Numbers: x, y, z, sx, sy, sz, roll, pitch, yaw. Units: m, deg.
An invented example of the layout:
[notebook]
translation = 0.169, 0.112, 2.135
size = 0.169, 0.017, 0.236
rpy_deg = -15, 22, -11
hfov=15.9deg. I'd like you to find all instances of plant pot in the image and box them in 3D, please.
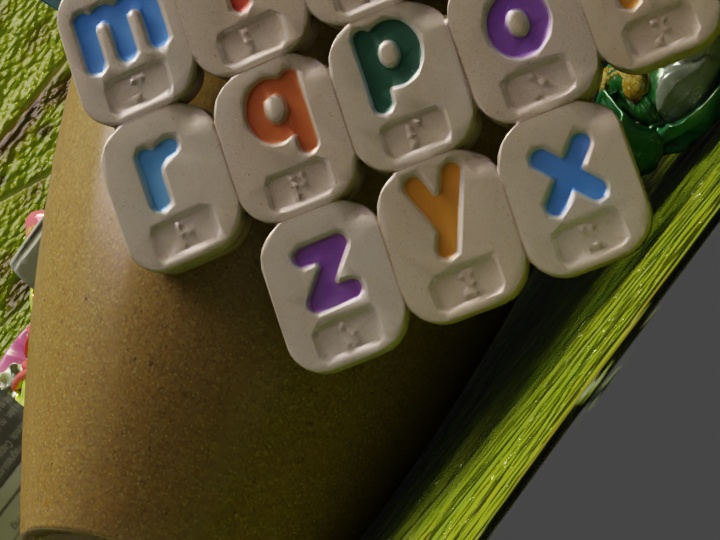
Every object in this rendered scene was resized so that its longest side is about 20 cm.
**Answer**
[plant pot]
translation = -0.038, 0.015, 0.874
size = 0.186, 0.185, 0.201
rpy_deg = 135, 157, -66

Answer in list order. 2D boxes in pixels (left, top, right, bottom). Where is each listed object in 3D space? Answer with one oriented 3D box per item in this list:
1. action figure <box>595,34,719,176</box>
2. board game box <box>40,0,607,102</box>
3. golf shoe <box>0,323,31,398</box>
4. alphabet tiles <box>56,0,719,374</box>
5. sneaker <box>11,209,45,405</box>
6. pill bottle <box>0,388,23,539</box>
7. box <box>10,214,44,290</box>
[action figure]
translation = 0.123, -0.104, 0.819
size = 0.201, 0.055, 0.118
rpy_deg = -57, 12, -9
[board game box]
translation = -0.013, -0.088, 0.930
size = 0.151, 0.199, 0.037
rpy_deg = -15, 52, 56
[golf shoe]
translation = -0.104, 0.030, 1.235
size = 0.200, 0.075, 0.092
rpy_deg = -50, -15, -4
[alphabet tiles]
translation = 0.007, -0.077, 0.790
size = 0.199, 0.197, 0.015
rpy_deg = -22, -13, 14
[sneaker]
translation = -0.121, 0.018, 1.132
size = 0.201, 0.090, 0.078
rpy_deg = -56, 6, -21
[pill bottle]
translation = -0.153, 0.111, 1.028
size = 0.113, 0.200, 0.113
rpy_deg = -51, 3, 4
[box]
translation = -0.057, -0.052, 1.088
size = 0.068, 0.082, 0.200
rpy_deg = -45, 5, 48
